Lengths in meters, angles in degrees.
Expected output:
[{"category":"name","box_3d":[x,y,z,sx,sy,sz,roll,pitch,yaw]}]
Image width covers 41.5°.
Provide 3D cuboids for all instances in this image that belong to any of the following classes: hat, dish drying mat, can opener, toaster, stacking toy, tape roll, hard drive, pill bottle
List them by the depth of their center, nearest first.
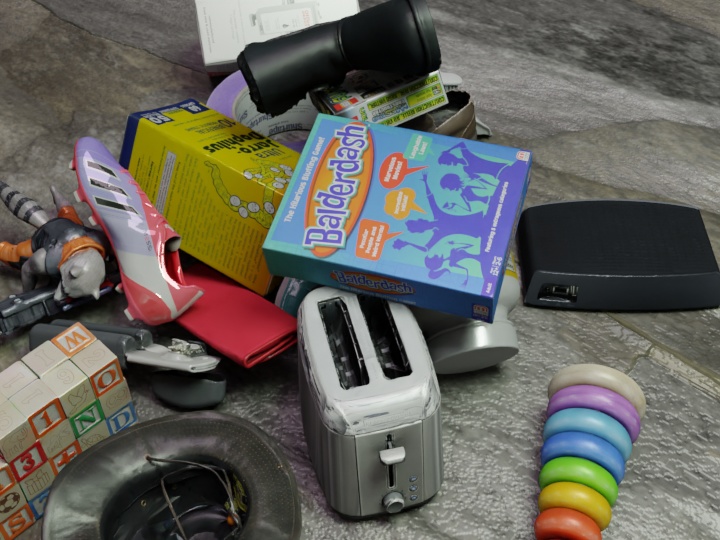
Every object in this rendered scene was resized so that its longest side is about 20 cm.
[{"category":"hat","box_3d":[-0.146,0.207,0.746,0.198,0.082,0.202,5,45,-5]},{"category":"stacking toy","box_3d":[0.174,0.176,0.765,0.084,0.086,0.201,13,51,15]},{"category":"toaster","box_3d":[0.004,0.098,0.811,0.112,0.130,0.201,-9,45,-8]},{"category":"can opener","box_3d":[-0.219,0.084,0.881,0.197,0.067,0.053,10,9,21]},{"category":"pill bottle","box_3d":[0.086,-0.012,0.893,0.111,0.113,0.203,-8,71,-6]},{"category":"dish drying mat","box_3d":[-0.134,0.040,0.912,0.076,0.018,0.199,-31,34,-28]},{"category":"hard drive","box_3d":[0.264,-0.020,0.978,0.197,0.043,0.136,1,45,3]},{"category":"tape roll","box_3d":[-0.077,-0.157,1.098,0.197,0.086,0.201,-1,44,1]}]

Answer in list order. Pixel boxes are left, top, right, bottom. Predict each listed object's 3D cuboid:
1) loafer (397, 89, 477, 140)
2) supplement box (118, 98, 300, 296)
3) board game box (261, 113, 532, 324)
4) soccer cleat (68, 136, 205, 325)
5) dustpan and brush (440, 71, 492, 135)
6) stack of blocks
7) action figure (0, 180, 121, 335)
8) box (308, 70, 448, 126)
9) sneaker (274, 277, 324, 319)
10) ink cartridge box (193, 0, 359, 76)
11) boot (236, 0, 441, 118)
[{"category":"loafer","box_3d":[0.038,-0.145,0.972,0.198,0.072,0.073,-24,50,-31]},{"category":"supplement box","box_3d":[-0.137,-0.080,0.965,0.198,0.111,0.109,28,28,15]},{"category":"board game box","box_3d":[0.034,-0.049,0.812,0.197,0.045,0.153,11,60,14]},{"category":"soccer cleat","box_3d":[-0.215,-0.045,0.912,0.076,0.067,0.202,-25,78,8]},{"category":"dustpan and brush","box_3d":[0.060,-0.224,1.128,0.198,0.058,0.140,-1,41,-30]},{"category":"stack of blocks","box_3d":[-0.285,0.149,0.781,0.058,0.116,0.199,33,55,30]},{"category":"action figure","box_3d":[-0.326,-0.013,0.951,0.199,0.106,0.192,-31,39,-34]},{"category":"box","box_3d":[0.009,-0.186,0.973,0.109,0.035,0.200,-23,24,-2]},{"category":"sneaker","box_3d":[0.000,0.000,0.948,0.079,0.072,0.200,28,53,30]},{"category":"ink cartridge box","box_3d":[-0.103,-0.303,1.199,0.197,0.084,0.147,-9,6,-6]},{"category":"boot","box_3d":[-0.026,-0.195,0.879,0.166,0.077,0.200,-22,17,-7]}]
